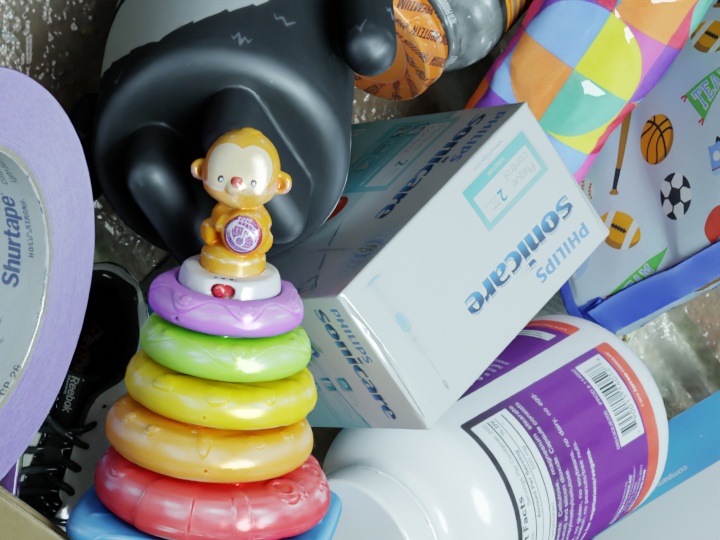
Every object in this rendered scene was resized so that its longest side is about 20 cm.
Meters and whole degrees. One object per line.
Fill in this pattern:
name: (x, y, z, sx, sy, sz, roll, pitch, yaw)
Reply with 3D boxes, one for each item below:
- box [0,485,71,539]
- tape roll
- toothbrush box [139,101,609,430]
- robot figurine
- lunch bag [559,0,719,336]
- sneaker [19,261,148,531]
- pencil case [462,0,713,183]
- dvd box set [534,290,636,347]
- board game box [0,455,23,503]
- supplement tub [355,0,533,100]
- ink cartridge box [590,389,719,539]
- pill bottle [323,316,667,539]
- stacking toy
box: (-0.181, 0.205, 1.270, 0.163, 0.021, 0.200, 34, 92, 5)
tape roll: (-0.195, 0.006, 1.193, 0.200, 0.066, 0.200, -34, 131, -51)
toothbrush box: (0.000, 0.000, 1.385, 0.146, 0.200, 0.085, -45, 113, -26)
robot figurine: (-0.065, -0.085, 1.351, 0.150, 0.200, 0.125, 9, 125, -5)
lunch bag: (0.186, -0.069, 1.500, 0.124, 0.170, 0.200, 36, 43, -26)
sneaker: (-0.150, 0.085, 1.342, 0.074, 0.080, 0.200, 15, 76, -7)
pencil case: (0.113, -0.104, 1.450, 0.088, 0.088, 0.200, 26, 109, -31)
dvd box set: (0.081, 0.039, 1.542, 0.146, 0.029, 0.200, 27, 75, -32)
board game box: (-0.209, 0.027, 1.307, 0.120, 0.032, 0.200, 7, 85, -3)
supplement tub: (0.053, -0.190, 1.474, 0.200, 0.122, 0.123, -49, 115, -26)
ink cartridge box: (0.230, 0.182, 1.500, 0.147, 0.146, 0.200, 43, 21, -41)
pill bottle: (0.058, 0.104, 1.408, 0.200, 0.112, 0.113, -27, 104, -45)
stacking toy: (-0.060, 0.034, 1.260, 0.110, 0.116, 0.200, -55, 154, -71)
